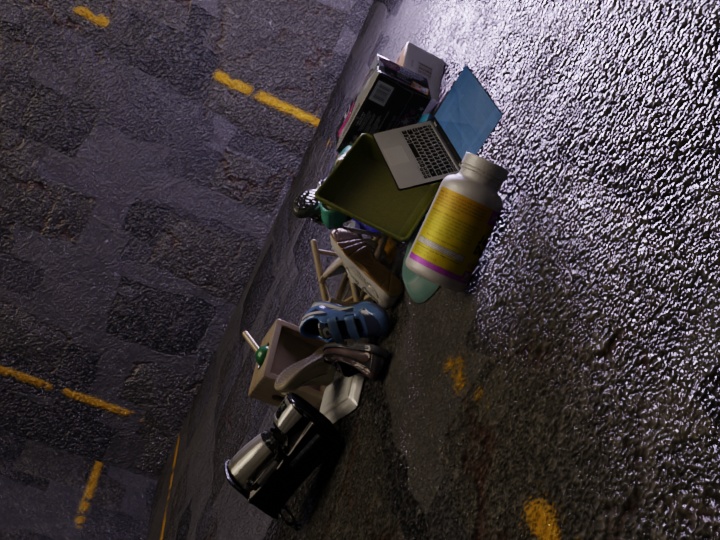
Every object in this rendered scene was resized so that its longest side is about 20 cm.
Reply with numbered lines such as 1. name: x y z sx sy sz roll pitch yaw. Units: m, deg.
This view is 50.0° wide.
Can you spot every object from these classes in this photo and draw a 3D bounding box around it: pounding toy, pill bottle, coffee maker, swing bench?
1. pounding toy: -0.175 0.214 1.756 0.142 0.199 0.185 -52 21 46
2. pill bottle: 0.154 -0.076 1.198 0.201 0.104 0.104 -66 15 7
3. coffee maker: -0.134 0.365 1.503 0.200 0.192 0.135 -46 37 1
4. swing bench: -0.033 0.012 1.685 0.199 0.129 0.202 148 129 -65

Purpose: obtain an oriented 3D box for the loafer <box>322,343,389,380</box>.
1. loafer: -0.020 0.176 1.474 0.200 0.072 0.063 -12 58 57

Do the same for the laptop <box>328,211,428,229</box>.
1. laptop: 0.050 -0.161 1.584 0.199 0.103 0.178 -21 44 45

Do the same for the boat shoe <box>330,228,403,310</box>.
1. boat shoe: 0.000 0.000 1.533 0.200 0.071 0.070 49 136 26

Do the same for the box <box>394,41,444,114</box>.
1. box: 0.104 -0.417 1.875 0.200 0.106 0.153 -49 23 50

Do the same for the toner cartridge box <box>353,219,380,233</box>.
1. toner cartridge box: 0.018 -0.136 1.779 0.043 0.095 0.200 -33 11 -11

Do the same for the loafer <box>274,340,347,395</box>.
1. loafer: -0.089 0.207 1.578 0.199 0.069 0.075 -29 8 -41

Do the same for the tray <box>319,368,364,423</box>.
1. tray: -0.042 0.253 1.576 0.200 0.022 0.108 -45 25 55

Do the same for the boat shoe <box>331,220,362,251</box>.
1. boat shoe: -0.020 -0.065 1.881 0.070 0.066 0.200 -60 7 -18

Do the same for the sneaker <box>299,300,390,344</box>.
1. sneaker: -0.032 0.107 1.502 0.199 0.074 0.082 -4 22 35

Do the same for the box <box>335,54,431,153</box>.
1. box: 0.044 -0.337 1.663 0.201 0.131 0.115 -58 19 29

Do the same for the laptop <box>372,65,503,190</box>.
1. laptop: 0.136 -0.268 1.439 0.188 0.199 0.116 -111 10 -45

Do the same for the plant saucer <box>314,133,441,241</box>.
1. plant saucer: 0.043 -0.151 1.481 0.200 0.199 0.048 -55 -15 -32

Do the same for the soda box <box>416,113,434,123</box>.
1. soda box: 0.131 -0.287 1.671 0.068 0.064 0.200 -67 14 0

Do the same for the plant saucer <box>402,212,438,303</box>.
1. plant saucer: 0.124 -0.041 1.391 0.201 0.036 0.201 -59 17 31

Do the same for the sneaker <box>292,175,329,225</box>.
1. sneaker: -0.085 -0.131 1.632 0.200 0.066 0.091 -49 -36 -60

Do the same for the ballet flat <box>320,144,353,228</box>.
1. ballet flat: -0.032 -0.181 1.542 0.071 0.067 0.201 79 -155 -64
